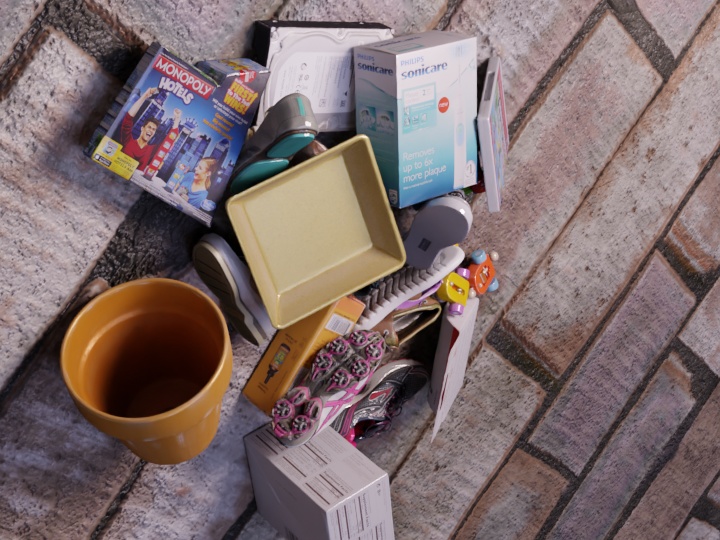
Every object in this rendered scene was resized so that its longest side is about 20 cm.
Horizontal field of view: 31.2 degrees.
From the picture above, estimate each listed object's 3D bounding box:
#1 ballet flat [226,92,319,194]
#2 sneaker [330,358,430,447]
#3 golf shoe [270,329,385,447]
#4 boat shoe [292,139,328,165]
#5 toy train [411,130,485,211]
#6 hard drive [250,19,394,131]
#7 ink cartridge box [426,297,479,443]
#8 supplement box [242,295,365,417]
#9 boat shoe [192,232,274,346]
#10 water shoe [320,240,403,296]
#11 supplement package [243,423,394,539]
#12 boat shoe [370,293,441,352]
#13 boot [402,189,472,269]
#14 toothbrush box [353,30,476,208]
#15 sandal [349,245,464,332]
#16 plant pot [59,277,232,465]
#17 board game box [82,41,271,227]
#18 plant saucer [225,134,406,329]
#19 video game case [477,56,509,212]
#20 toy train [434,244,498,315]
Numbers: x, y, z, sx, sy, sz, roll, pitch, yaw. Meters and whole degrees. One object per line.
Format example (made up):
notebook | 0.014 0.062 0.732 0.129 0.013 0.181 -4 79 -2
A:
ballet flat | -0.109 -0.155 1.550 0.067 0.200 0.064 -4 74 -32
sneaker | 0.029 0.208 1.945 0.200 0.075 0.081 -33 132 -25
golf shoe | -0.044 0.160 1.768 0.200 0.073 0.092 -43 161 -12
boat shoe | -0.020 -0.123 1.710 0.072 0.076 0.200 -60 141 -13
toy train | 0.105 -0.179 1.787 0.116 0.085 0.200 -26 131 -12
hard drive | -0.052 -0.244 1.628 0.200 0.038 0.140 -8 119 -41
ink cartridge box | 0.125 0.143 1.943 0.200 0.050 0.161 -48 150 -61
supplement box | -0.079 0.111 1.795 0.069 0.067 0.200 31 93 -51
boat shoe | -0.155 0.012 1.667 0.068 0.075 0.200 -47 144 -20
water shoe | 0.000 0.000 1.770 0.071 0.079 0.200 -28 162 38
supplement package | -0.058 0.319 1.839 0.111 0.200 0.156 -27 131 -27
boat shoe | 0.028 0.085 1.875 0.200 0.068 0.072 -35 134 -22
boot | 0.112 -0.078 1.730 0.073 0.200 0.096 32 66 -6
toothbrush box | 0.073 -0.198 1.663 0.146 0.085 0.200 -19 116 -38
sandal | 0.065 0.032 1.824 0.202 0.083 0.050 -33 119 11
plant pot | -0.248 0.142 1.583 0.200 0.200 0.183 -37 150 -20
board game box | -0.205 -0.182 1.507 0.200 0.062 0.200 33 89 -47
plant saucer | -0.059 -0.054 1.627 0.200 0.048 0.200 -27 121 -13
video game case | 0.186 -0.192 1.787 0.200 0.017 0.143 -73 157 -55
toy train | 0.136 -0.021 1.928 0.200 0.056 0.150 60 44 -34
